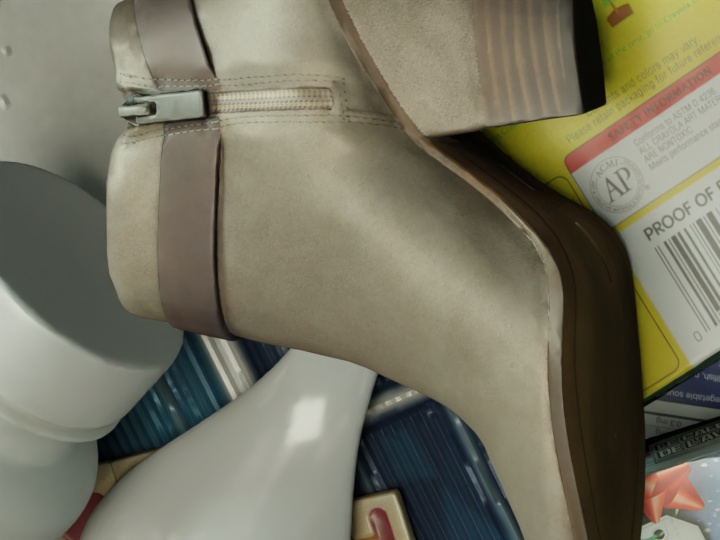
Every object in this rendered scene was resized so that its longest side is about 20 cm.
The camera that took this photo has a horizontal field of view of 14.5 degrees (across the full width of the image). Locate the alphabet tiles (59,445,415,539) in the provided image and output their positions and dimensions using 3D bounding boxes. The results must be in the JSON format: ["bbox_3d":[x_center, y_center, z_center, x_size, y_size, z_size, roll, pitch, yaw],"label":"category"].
[{"bbox_3d":[-0.041,0.155,0.980,0.166,0.006,0.201,-14,98,24],"label":"alphabet tiles"}]

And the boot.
[{"bbox_3d":[0.000,0.000,0.804,0.146,0.070,0.201,-5,86,20],"label":"boot"}]

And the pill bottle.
[{"bbox_3d":[-0.153,0.062,0.939,0.114,0.114,0.200,46,114,4],"label":"pill bottle"}]

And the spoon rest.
[{"bbox_3d":[-0.035,0.076,0.931,0.099,0.061,0.200,34,126,11],"label":"spoon rest"}]

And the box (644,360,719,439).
[{"bbox_3d":[0.131,0.091,0.883,0.121,0.032,0.201,8,105,19],"label":"box"}]

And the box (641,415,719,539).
[{"bbox_3d":[0.163,0.130,0.840,0.136,0.040,0.201,-18,101,11],"label":"box"}]

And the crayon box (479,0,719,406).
[{"bbox_3d":[0.058,-0.061,0.839,0.127,0.051,0.200,-33,84,20],"label":"crayon box"}]
